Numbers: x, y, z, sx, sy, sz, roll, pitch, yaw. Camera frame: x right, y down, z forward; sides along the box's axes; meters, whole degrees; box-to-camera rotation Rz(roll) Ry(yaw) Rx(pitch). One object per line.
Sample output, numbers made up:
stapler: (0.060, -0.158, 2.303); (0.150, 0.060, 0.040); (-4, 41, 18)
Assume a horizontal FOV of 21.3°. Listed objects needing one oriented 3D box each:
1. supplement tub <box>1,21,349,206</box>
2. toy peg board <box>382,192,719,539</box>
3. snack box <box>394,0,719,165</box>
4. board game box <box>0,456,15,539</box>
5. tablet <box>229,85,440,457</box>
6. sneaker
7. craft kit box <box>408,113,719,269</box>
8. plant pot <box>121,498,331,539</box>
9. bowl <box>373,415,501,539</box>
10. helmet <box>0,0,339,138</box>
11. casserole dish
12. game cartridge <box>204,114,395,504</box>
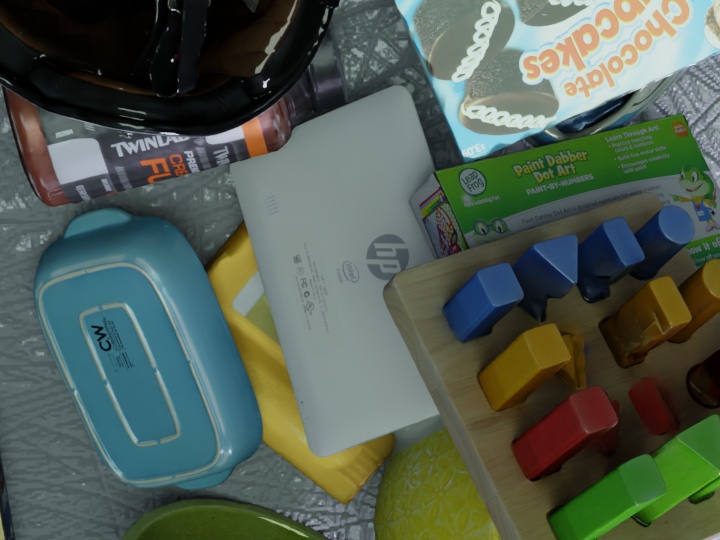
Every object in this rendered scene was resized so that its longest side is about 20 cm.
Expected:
supplement tub: (-0.110, -0.111, 1.155); (0.198, 0.107, 0.108); (-14, 106, 0)
toy peg board: (0.150, 0.050, 1.046); (0.198, 0.098, 0.201); (-17, 73, -31)
snack box: (0.129, -0.156, 1.128); (0.198, 0.037, 0.117); (-24, 101, 7)
board game box: (-0.295, 0.197, 1.264); (0.134, 0.035, 0.202); (-6, 106, -2)
tablet: (0.000, 0.000, 1.171); (0.129, 0.014, 0.202); (-21, 77, 18)
sneaker: (0.181, -0.144, 1.187); (0.200, 0.073, 0.072); (-41, 103, 6)
craft kit box: (0.153, 0.015, 1.149); (0.198, 0.049, 0.199); (-14, 74, -30)
plant pot: (-0.094, 0.286, 1.243); (0.198, 0.201, 0.191); (20, 117, -10)
bowl: (0.078, 0.115, 1.197); (0.199, 0.200, 0.108); (-34, 92, 5)
helmet: (-0.127, -0.172, 1.021); (0.199, 0.190, 0.202); (-31, 135, -37)
casserole dish: (-0.140, 0.059, 1.215); (0.120, 0.039, 0.202); (-14, 108, 23)
game cartridge: (-0.011, 0.027, 1.241); (0.176, 0.032, 0.200); (38, 99, -13)
